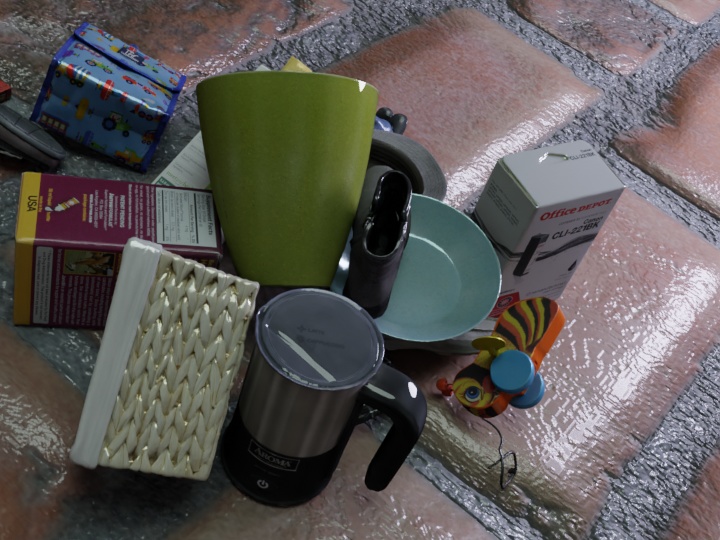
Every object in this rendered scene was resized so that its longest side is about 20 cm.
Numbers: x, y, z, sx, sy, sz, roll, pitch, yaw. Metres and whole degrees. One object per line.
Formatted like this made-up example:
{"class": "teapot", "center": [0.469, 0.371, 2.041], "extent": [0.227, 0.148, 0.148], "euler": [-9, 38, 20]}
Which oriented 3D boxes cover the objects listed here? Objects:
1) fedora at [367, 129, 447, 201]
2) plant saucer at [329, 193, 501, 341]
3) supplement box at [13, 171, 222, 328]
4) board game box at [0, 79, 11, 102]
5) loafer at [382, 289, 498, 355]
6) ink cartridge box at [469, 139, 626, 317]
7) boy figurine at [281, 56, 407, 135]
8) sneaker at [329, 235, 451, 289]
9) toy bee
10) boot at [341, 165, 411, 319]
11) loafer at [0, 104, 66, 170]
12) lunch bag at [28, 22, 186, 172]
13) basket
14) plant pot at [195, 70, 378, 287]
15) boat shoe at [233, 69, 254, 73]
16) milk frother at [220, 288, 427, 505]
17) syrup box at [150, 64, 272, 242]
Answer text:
{"class": "fedora", "center": [-0.001, -0.094, 1.245], "extent": [0.199, 0.090, 0.177], "euler": [-8, 51, -30]}
{"class": "plant saucer", "center": [0.053, 0.002, 1.103], "extent": [0.200, 0.039, 0.202], "euler": [5, 54, -7]}
{"class": "supplement box", "center": [-0.254, -0.016, 1.044], "extent": [0.199, 0.131, 0.103], "euler": [5, 46, -17]}
{"class": "board game box", "center": [-0.532, -0.204, 1.204], "extent": [0.103, 0.019, 0.200], "euler": [35, 45, 15]}
{"class": "loafer", "center": [0.076, 0.054, 1.134], "extent": [0.199, 0.070, 0.070], "euler": [5, 12, -18]}
{"class": "ink cartridge box", "center": [0.203, -0.046, 1.196], "extent": [0.144, 0.200, 0.084], "euler": [-14, 53, -31]}
{"class": "boy figurine", "center": [-0.037, -0.218, 1.320], "extent": [0.200, 0.065, 0.124], "euler": [22, 8, -38]}
{"class": "sneaker", "center": [0.000, 0.000, 1.165], "extent": [0.199, 0.080, 0.079], "euler": [7, 53, -9]}
{"class": "toy bee", "center": [0.140, 0.113, 1.086], "extent": [0.108, 0.131, 0.200], "euler": [14, 49, 28]}
{"class": "boot", "center": [0.028, -0.060, 1.035], "extent": [0.069, 0.132, 0.201], "euler": [8, 53, -5]}
{"class": "loafer", "center": [-0.444, -0.170, 1.176], "extent": [0.200, 0.063, 0.072], "euler": [33, 10, -11]}
{"class": "lunch bag", "center": [-0.307, -0.235, 1.273], "extent": [0.150, 0.094, 0.200], "euler": [25, 31, -14]}
{"class": "basket", "center": [-0.176, 0.081, 0.915], "extent": [0.123, 0.136, 0.201], "euler": [15, 87, -12]}
{"class": "plant pot", "center": [-0.076, -0.084, 1.026], "extent": [0.186, 0.187, 0.201], "euler": [2, 88, -19]}
{"class": "boat shoe", "center": [-0.133, -0.154, 1.270], "extent": [0.074, 0.073, 0.201], "euler": [3, 66, -29]}
{"class": "milk frother", "center": [-0.029, 0.098, 0.976], "extent": [0.180, 0.189, 0.201], "euler": [12, 44, -11]}
{"class": "syrup box", "center": [-0.141, -0.131, 1.162], "extent": [0.079, 0.081, 0.200], "euler": [35, 80, 28]}
